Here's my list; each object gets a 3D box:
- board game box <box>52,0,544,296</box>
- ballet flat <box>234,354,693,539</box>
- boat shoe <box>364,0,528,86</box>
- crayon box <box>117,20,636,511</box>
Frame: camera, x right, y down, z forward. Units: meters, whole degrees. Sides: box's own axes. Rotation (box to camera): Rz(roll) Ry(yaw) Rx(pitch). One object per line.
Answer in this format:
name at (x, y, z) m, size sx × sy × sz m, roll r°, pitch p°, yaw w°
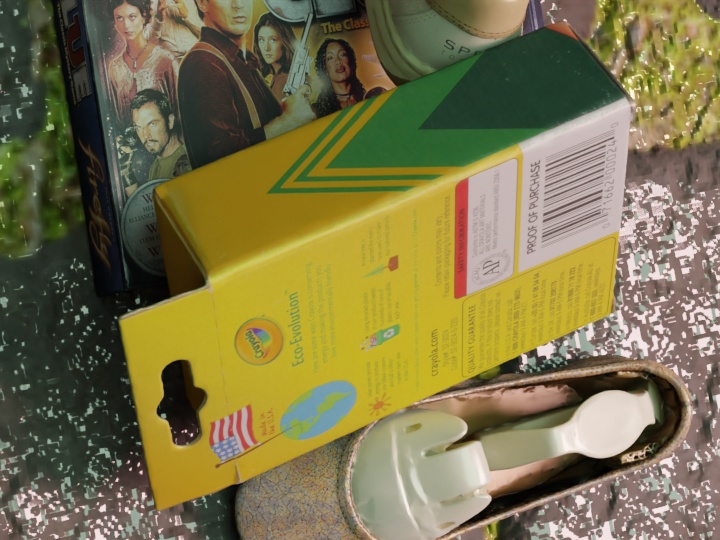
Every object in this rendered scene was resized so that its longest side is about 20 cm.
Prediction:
board game box at (-0.016, -0.071, 0.862) m, size 0.199 × 0.035 × 0.136 m, roll -9°, pitch 90°, yaw -27°
ballet flat at (0.047, 0.070, 0.863) m, size 0.199 × 0.067 × 0.068 m, roll -17°, pitch 94°, yaw -27°
boat shoe at (0.025, -0.161, 0.838) m, size 0.074 × 0.066 × 0.201 m, roll -6°, pitch 62°, yaw -26°
crayon box at (0.000, 0.000, 0.802) m, size 0.199 × 0.127 × 0.051 m, roll -23°, pitch 55°, yaw -16°
